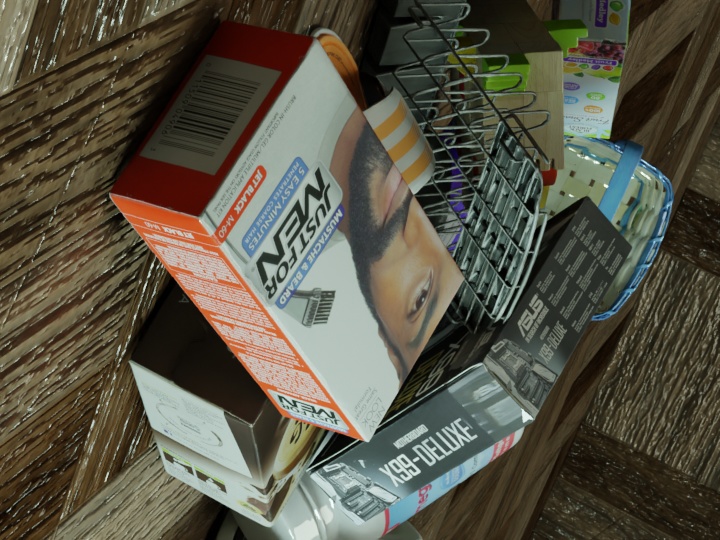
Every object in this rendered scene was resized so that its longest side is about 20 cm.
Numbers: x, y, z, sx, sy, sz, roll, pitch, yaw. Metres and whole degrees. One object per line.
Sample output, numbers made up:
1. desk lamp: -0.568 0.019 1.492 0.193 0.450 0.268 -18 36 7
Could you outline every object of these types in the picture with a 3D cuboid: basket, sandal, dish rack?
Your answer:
1. basket: 0.210 -0.044 2.108 0.177 0.139 0.200 -64 178 9
2. sandal: 0.018 -0.046 1.288 0.079 0.059 0.207 -62 141 -50
3. dish rack: 0.058 -0.071 1.327 0.054 0.200 0.154 -11 140 -26

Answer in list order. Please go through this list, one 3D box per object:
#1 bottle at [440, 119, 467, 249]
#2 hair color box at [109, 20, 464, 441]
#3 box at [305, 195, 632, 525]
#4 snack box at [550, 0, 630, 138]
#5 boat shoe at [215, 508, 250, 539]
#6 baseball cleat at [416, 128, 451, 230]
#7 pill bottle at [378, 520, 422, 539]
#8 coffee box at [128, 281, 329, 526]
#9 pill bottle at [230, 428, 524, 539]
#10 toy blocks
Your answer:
1. bottle: 0.043 -0.029 1.581 0.200 0.065 0.083 -58 -159 -22
2. hair color box: -0.031 -0.016 1.137 0.111 0.064 0.200 -59 143 -21
3. box: 0.070 0.054 1.406 0.158 0.050 0.200 -35 -169 38
4. snack box: 0.161 -0.212 1.582 0.142 0.053 0.201 84 12 -67
5. boat shoe: -0.041 0.164 1.669 0.200 0.063 0.073 -48 159 -55
6. baseball cleat: 0.000 0.000 1.460 0.200 0.070 0.106 -64 176 3
7. pill bottle: -0.040 0.276 1.796 0.200 0.114 0.114 -65 168 10
8. coffee box: -0.061 0.057 1.309 0.113 0.080 0.200 -59 168 -18
9. pill bottle: 0.009 0.122 1.583 0.200 0.109 0.109 -32 154 -25
10. toy blocks: 0.092 -0.092 1.463 0.200 0.100 0.137 -105 -168 -69
